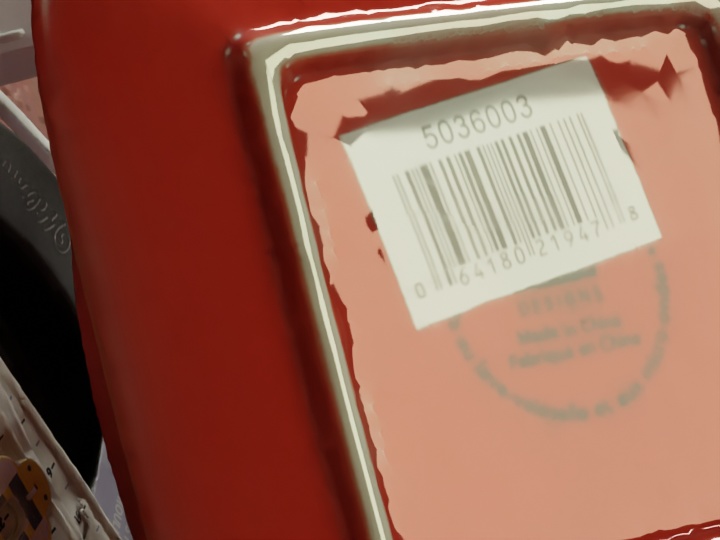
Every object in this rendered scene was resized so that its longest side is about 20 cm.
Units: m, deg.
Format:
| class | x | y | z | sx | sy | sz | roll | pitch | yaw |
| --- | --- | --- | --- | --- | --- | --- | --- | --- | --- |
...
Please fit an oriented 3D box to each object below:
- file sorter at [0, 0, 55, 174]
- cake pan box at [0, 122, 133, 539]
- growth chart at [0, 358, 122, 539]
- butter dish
| class | x | y | z | sx | sy | sz | roll | pitch | yaw |
| --- | --- | --- | --- | --- | --- | --- | --- | --- | --- |
| file sorter | 0.000 | -0.099 | 0.791 | 0.125 | 0.199 | 0.139 | 51 | 33 | -49 |
| cake pan box | -0.104 | 0.056 | 0.653 | 0.184 | 0.052 | 0.200 | 55 | 31 | -42 |
| growth chart | -0.086 | 0.066 | 0.607 | 0.200 | 0.018 | 0.145 | 58 | 30 | -31 |
| butter dish | 0.010 | 0.022 | 0.664 | 0.199 | 0.148 | 0.200 | -10 | 81 | -31 |
